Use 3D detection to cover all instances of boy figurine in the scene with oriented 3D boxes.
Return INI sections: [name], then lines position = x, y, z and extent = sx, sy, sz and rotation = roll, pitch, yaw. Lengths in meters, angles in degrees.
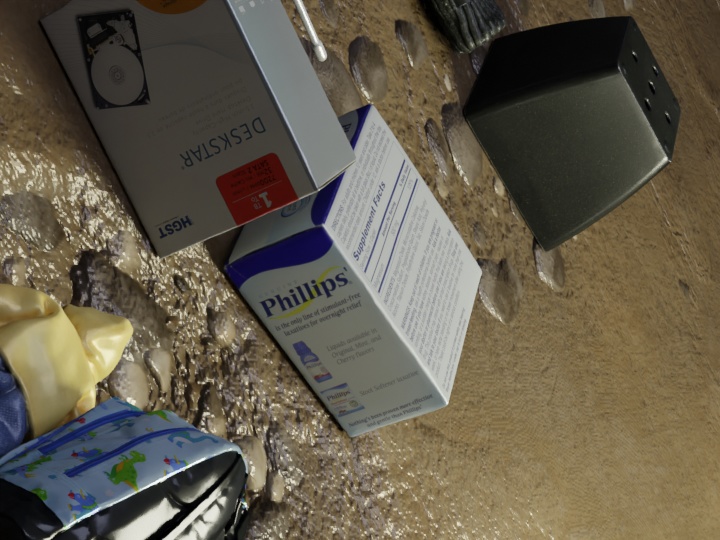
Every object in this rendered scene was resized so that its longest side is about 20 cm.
[boy figurine]
position = -0.211, 0.062, 1.015
extent = 0.125, 0.064, 0.200
rotation = 64, 28, -8

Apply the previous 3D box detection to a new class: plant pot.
[plant pot]
position = 0.258, -0.176, 1.885
extent = 0.201, 0.176, 0.200
rotation = 58, 30, -21

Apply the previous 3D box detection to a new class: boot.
[boot]
position = 0.114, -0.349, 1.847
extent = 0.158, 0.079, 0.212
rotation = 51, 43, -17

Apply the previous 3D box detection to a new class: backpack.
[backpack]
position = -0.149, 0.158, 0.960
extent = 0.199, 0.153, 0.165
rotation = -21, 125, -39

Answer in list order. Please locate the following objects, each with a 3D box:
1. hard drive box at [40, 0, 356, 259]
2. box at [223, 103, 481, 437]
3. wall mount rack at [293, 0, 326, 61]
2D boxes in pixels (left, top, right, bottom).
[hard drive box]
position = -0.119, -0.133, 1.214
extent = 0.201, 0.155, 0.077
rotation = 63, 29, -9
[box]
position = 0.000, 0.000, 1.385
extent = 0.201, 0.104, 0.185
rotation = 55, 31, -25
[wall mount rack]
position = -0.090, -0.197, 1.355
extent = 0.173, 0.075, 0.201
rotation = 26, 45, -21
